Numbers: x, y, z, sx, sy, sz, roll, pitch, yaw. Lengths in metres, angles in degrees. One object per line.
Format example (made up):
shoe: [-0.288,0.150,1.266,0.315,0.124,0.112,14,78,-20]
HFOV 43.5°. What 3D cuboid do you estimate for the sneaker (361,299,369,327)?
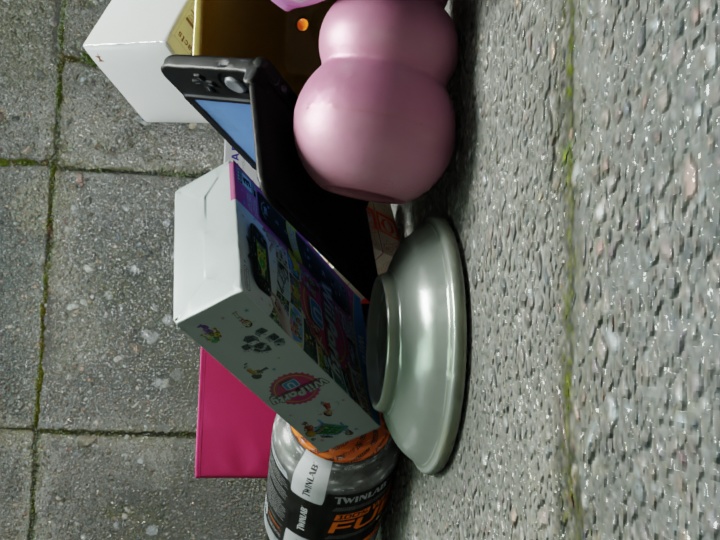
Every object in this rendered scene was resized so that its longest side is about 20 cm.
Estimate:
sneaker: [0.000,0.000,0.973,0.093,0.070,0.202,14,100,63]

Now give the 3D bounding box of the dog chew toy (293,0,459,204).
dog chew toy: [0.019,-0.155,0.677,0.125,0.123,0.203,172,108,-81]

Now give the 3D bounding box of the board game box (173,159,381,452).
board game box: [-0.065,0.032,0.726,0.200,0.064,0.149,50,-159,-42]

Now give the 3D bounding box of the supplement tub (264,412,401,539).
supplement tub: [-0.028,0.187,0.859,0.201,0.121,0.123,100,169,-45]

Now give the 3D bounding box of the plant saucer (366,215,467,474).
plant saucer: [0.036,0.057,0.710,0.200,0.050,0.203,-177,90,-82]

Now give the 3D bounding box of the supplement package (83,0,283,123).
supplement package: [-0.172,-0.268,0.943,0.118,0.116,0.202,54,-129,-49]

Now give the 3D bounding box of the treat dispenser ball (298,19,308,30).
treat dispenser ball: [-0.103,-0.288,1.240,0.201,0.198,0.204,-178,90,-82]

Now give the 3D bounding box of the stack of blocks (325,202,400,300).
stack of blocks: [-0.046,0.020,0.905,0.200,0.058,0.116,-42,41,29]

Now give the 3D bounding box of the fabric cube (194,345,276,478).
fabric cube: [-0.110,0.154,1.177,0.200,0.197,0.199,-177,89,-81]

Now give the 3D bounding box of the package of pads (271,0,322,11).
package of pads: [0.003,-0.256,0.607,0.199,0.075,0.122,5,70,52]

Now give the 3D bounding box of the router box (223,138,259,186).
router box: [-0.076,-0.171,1.102,0.049,0.177,0.202,-105,19,-66]

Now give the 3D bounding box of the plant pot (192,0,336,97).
plant pot: [-0.038,-0.253,0.878,0.200,0.193,0.197,-40,-46,-79]

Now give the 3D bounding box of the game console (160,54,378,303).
game console: [-0.074,-0.075,0.762,0.200,0.174,0.117,46,-119,-52]
